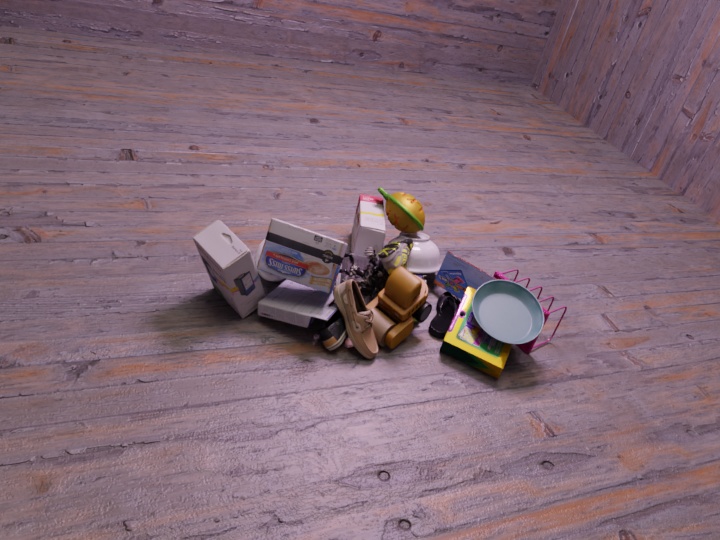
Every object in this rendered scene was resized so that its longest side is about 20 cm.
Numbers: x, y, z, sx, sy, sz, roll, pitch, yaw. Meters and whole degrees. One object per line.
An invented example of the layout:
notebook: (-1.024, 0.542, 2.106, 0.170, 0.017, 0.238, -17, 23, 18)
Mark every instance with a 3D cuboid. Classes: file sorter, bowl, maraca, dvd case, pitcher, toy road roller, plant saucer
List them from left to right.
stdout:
pitcher: (-0.199, -0.054, 1.719, 0.167, 0.124, 0.201, -6, 24, 15)
dvd case: (0.017, 0.036, 1.719, 0.194, 0.016, 0.153, 9, 70, -11)
toy road roller: (0.092, 0.084, 1.595, 0.122, 0.148, 0.199, 36, 60, 29)
maraca: (0.122, -0.188, 1.874, 0.200, 0.107, 0.137, 45, -1, 35)
bowl: (0.160, -0.063, 1.873, 0.195, 0.093, 0.202, 6, 17, -2)
plant saucer: (0.388, 0.116, 1.634, 0.194, 0.036, 0.204, 4, 52, -5)
file sorter: (0.469, 0.108, 1.767, 0.123, 0.142, 0.200, -11, 42, -39)

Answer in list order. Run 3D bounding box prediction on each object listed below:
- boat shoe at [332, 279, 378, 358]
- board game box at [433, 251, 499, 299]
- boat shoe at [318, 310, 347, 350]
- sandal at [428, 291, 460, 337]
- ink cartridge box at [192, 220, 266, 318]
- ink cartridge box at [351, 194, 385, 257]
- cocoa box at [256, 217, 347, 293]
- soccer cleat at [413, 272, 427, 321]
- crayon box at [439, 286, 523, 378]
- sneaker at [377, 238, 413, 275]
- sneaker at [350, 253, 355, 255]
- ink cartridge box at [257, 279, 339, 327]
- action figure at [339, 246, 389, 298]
boat shoe: (-0.001, 0.122, 1.529, 0.204, 0.064, 0.071, 63, 31, -4)
board game box: (0.312, 0.036, 1.780, 0.198, 0.105, 0.019, 33, 13, 31)
boat shoe: (-0.054, 0.121, 1.581, 0.063, 0.074, 0.201, 52, 35, -16)
sandal: (0.247, 0.118, 1.743, 0.074, 0.044, 0.201, 20, 34, 7)
ink cartridge box: (-0.323, -0.003, 1.528, 0.087, 0.203, 0.145, -36, 57, -23)
ink cartridge box: (0.022, -0.120, 1.897, 0.081, 0.148, 0.202, 10, 33, -8)
cocoa box: (-0.145, -0.036, 1.553, 0.195, 0.135, 0.133, 18, 2, 1)
soccer cleat: (0.147, 0.078, 1.759, 0.081, 0.066, 0.202, -4, 34, 13)
crayon box: (0.328, 0.163, 1.651, 0.169, 0.059, 0.202, 25, 54, 11)
sneaker: (0.102, -0.037, 1.714, 0.074, 0.078, 0.200, -15, 10, 27)
sneaker: (-0.012, 0.001, 1.767, 0.195, 0.088, 0.075, 19, 31, 2)
ink cartridge box: (-0.136, 0.083, 1.590, 0.195, 0.044, 0.196, 14, 25, 18)
action figure: (0.000, 0.000, 1.663, 0.195, 0.102, 0.122, 17, 78, -6)
